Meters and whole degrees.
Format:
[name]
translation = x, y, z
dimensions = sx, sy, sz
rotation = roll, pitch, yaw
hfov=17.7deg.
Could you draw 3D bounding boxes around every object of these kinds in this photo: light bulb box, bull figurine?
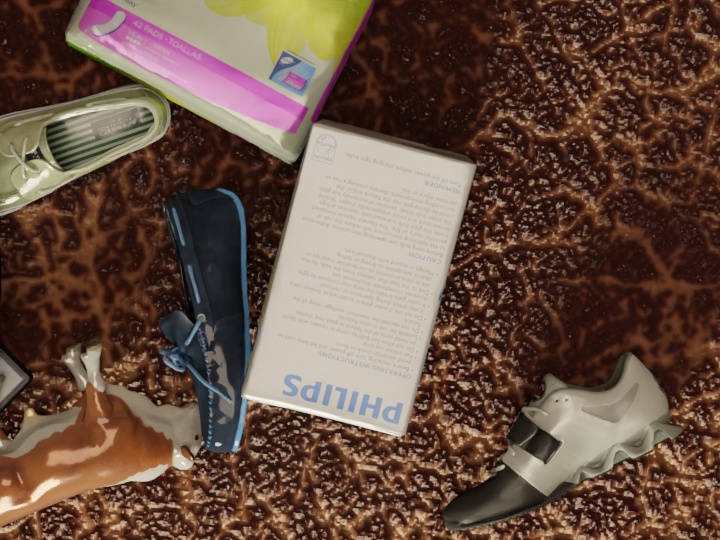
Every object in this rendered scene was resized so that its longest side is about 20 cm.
[light bulb box]
translation = 0.000, 0.000, 1.699
dimensions = 0.124, 0.198, 0.201
rotation = 14, 95, 0
[bull figurine]
translation = -0.219, 0.124, 1.765
dimensions = 0.199, 0.065, 0.122
rotation = -23, 99, -4

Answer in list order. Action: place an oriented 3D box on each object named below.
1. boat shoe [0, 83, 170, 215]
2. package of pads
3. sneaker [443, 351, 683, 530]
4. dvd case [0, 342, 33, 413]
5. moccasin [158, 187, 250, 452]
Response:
[boat shoe]
translation = -0.241, -0.095, 1.757
dimensions = 0.199, 0.062, 0.072
rotation = -24, 94, 1
[package of pads]
translation = -0.102, -0.196, 1.737
dimensions = 0.199, 0.068, 0.155
rotation = 27, 84, -2
[sneaker]
translation = 0.142, 0.129, 1.777
dimensions = 0.199, 0.074, 0.089
rotation = -28, 94, -8
[dvd case]
translation = -0.372, 0.104, 1.793
dimensions = 0.143, 0.018, 0.200
rotation = 45, 92, -3
[moccasin]
translation = -0.123, 0.039, 1.763
dimensions = 0.068, 0.080, 0.201
rotation = -1, 78, -16
